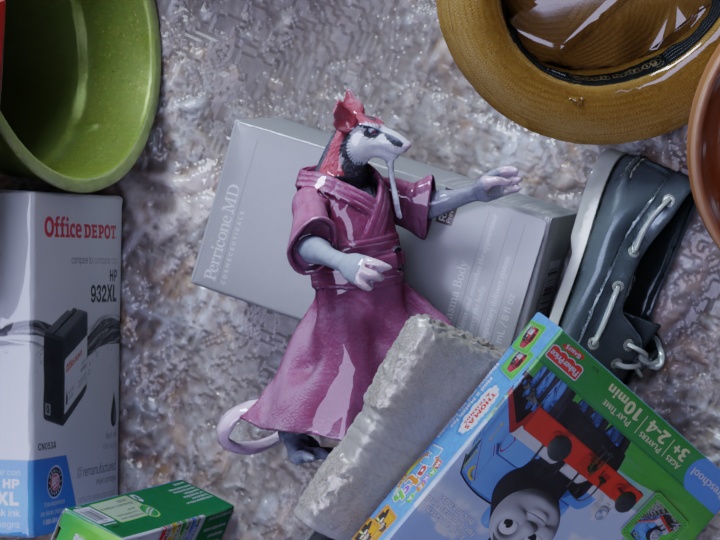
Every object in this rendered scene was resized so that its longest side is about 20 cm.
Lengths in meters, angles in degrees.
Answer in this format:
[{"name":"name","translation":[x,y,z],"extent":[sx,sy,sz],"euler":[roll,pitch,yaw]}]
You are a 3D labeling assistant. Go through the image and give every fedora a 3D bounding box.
[{"name":"fedora","translation":[0.139,-0.170,1.526],"extent":[0.200,0.082,0.201],"euler":[-1,104,-3]}]

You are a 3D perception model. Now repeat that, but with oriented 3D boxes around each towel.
[{"name":"towel","translation":[0.069,0.107,1.489],"extent":[0.133,0.200,0.034],"euler":[-60,38,7]}]

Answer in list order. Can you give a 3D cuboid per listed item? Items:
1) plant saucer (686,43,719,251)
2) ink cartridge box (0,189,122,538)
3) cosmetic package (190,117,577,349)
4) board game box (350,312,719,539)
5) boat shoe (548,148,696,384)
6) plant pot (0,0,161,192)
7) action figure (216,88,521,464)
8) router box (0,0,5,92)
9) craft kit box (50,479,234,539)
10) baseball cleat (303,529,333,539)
[{"name":"plant saucer","translation":[0.276,-0.072,1.497],"extent":[0.200,0.032,0.200],"euler":[-1,104,-6]},{"name":"ink cartridge box","translation":[-0.203,0.052,1.616],"extent":[0.084,0.145,0.200],"euler":[1,90,16]},{"name":"cosmetic package","translation":[0.014,-0.013,1.583],"extent":[0.200,0.090,0.107],"euler":[16,98,13]},{"name":"board game box","translation":[0.086,0.146,1.457],"extent":[0.151,0.037,0.200],"euler":[40,90,-26]},{"name":"boat shoe","translation":[0.144,0.033,1.551],"extent":[0.062,0.073,0.200],"euler":[13,89,20]},{"name":"plant pot","translation":[-0.252,-0.134,1.623],"extent":[0.190,0.200,0.200],"euler":[-7,88,28]},{"name":"action figure","translation":[0.000,0.000,1.508],"extent":[0.149,0.134,0.200],"euler":[-4,94,45]},{"name":"router box","translation":[-0.289,-0.085,1.530],"extent":[0.200,0.049,0.180],"euler":[20,113,35]},{"name":"craft kit box","translation":[-0.155,0.225,1.574],"extent":[0.048,0.200,0.198],"euler":[27,98,14]},{"name":"baseball cleat","translation":[-0.016,0.222,1.581],"extent":[0.070,0.106,0.200],"euler":[5,86,30]}]
